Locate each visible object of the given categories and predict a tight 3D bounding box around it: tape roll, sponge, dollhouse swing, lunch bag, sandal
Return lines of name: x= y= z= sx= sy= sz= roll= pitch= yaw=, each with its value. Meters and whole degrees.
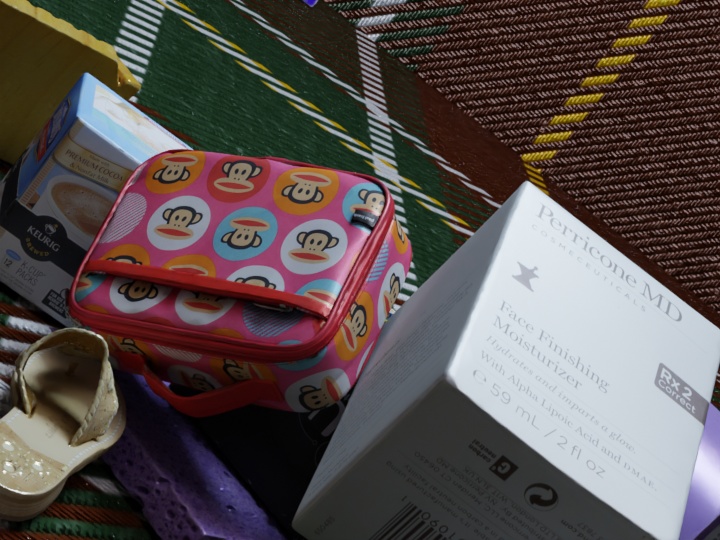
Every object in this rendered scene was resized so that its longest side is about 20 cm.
tape roll: x=0.251 y=0.210 z=1.671 sx=0.085 sy=0.201 sz=0.200 roll=43 pitch=14 yaw=20
sponge: x=-0.126 y=0.120 z=1.313 sx=0.200 sy=0.030 sz=0.111 roll=48 pitch=15 yaw=34
dollhouse swing: x=-0.306 y=-0.201 z=1.586 sx=0.199 sy=0.181 sz=0.177 roll=26 pitch=39 yaw=-43
lunch bag: x=-0.081 y=0.014 z=1.282 sx=0.198 sy=0.177 sz=0.082 roll=9 pitch=-36 yaw=26
sandal: x=-0.171 y=0.070 z=1.195 sx=0.077 sy=0.070 sz=0.212 roll=30 pitch=22 yaw=-2

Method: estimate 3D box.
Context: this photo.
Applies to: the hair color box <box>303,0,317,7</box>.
hair color box: x=-0.144 y=-0.510 z=3.194 sx=0.199 sy=0.065 sz=0.110 roll=31 pitch=17 yaw=-28

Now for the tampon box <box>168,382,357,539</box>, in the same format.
tampon box: x=-0.010 y=0.103 z=1.410 sx=0.150 sy=0.126 sz=0.200 roll=46 pitch=6 yaw=23

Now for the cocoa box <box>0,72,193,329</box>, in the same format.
cocoa box: x=-0.158 y=-0.022 z=1.453 sx=0.199 sy=0.132 sz=0.134 roll=36 pitch=13 yaw=-16

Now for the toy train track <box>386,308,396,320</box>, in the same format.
toy train track: x=0.000 y=0.000 z=1.429 sx=0.200 sy=0.033 sz=0.115 roll=39 pitch=3 yaw=-24

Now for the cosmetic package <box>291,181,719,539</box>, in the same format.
cosmetic package: x=0.092 y=0.093 z=1.193 sx=0.164 sy=0.165 sz=0.201 roll=36 pitch=39 yaw=-9
